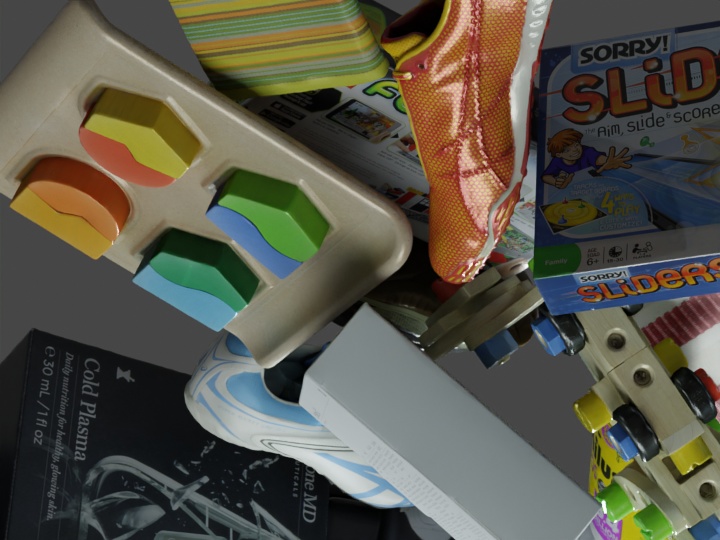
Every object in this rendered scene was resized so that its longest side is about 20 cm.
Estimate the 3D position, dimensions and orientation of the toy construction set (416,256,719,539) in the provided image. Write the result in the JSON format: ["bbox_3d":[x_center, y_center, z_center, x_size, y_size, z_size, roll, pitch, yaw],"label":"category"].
[{"bbox_3d":[0.121,0.058,1.464,0.200,0.092,0.131,41,172,4],"label":"toy construction set"}]

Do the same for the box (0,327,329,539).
[{"bbox_3d":[-0.132,0.167,1.723,0.196,0.200,0.124,18,145,-23],"label":"box"}]

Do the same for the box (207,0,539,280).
[{"bbox_3d":[0.034,-0.064,1.491,0.200,0.035,0.110,26,142,-32],"label":"box"}]

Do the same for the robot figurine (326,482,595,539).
[{"bbox_3d":[0.060,0.183,1.800,0.200,0.150,0.125,11,135,-13],"label":"robot figurine"}]

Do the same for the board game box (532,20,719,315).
[{"bbox_3d":[0.181,-0.056,1.395,0.200,0.136,0.034,-9,145,18],"label":"board game box"}]

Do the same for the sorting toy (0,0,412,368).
[{"bbox_3d":[-0.092,-0.034,1.468,0.200,0.037,0.185,36,149,-10],"label":"sorting toy"}]

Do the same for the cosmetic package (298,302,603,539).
[{"bbox_3d":[0.040,0.091,1.506,0.151,0.052,0.200,39,174,2],"label":"cosmetic package"}]

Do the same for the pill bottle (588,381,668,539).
[{"bbox_3d":[0.178,0.069,1.609,0.104,0.104,0.200,2,132,2],"label":"pill bottle"}]

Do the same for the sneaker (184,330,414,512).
[{"bbox_3d":[-0.007,0.082,1.705,0.200,0.072,0.072,21,125,-36],"label":"sneaker"}]

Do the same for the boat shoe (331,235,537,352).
[{"bbox_3d":[0.000,0.000,1.561,0.200,0.073,0.065,28,141,-27],"label":"boat shoe"}]

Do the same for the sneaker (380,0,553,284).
[{"bbox_3d":[0.046,-0.085,1.395,0.077,0.073,0.200,5,120,-1],"label":"sneaker"}]

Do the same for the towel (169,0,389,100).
[{"bbox_3d":[-0.056,-0.153,1.341,0.086,0.018,0.200,-6,137,19],"label":"towel"}]

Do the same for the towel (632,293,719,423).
[{"bbox_3d":[0.200,0.008,1.498,0.144,0.023,0.200,-33,113,14],"label":"towel"}]
